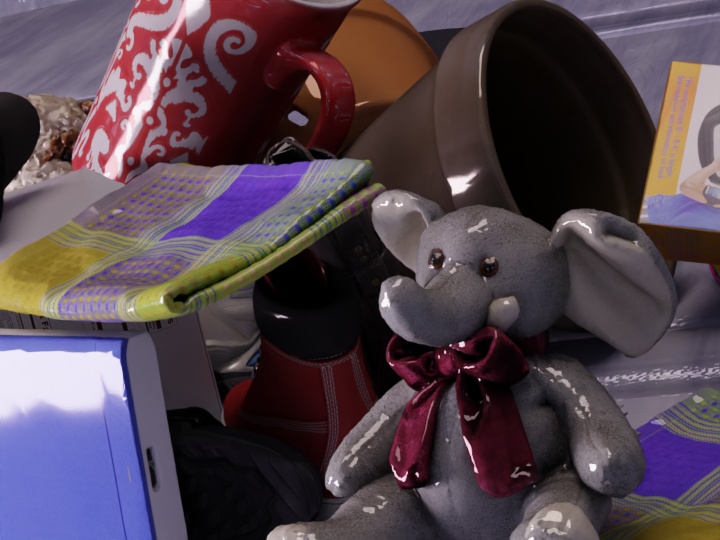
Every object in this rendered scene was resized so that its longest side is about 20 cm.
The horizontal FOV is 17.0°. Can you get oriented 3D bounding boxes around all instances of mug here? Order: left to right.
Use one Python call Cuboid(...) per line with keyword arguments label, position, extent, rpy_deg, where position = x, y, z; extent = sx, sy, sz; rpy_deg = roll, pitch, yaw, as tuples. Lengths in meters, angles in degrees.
Cuboid(label="mug", position=(-0.096, -0.116, 1.522), extent=(0.133, 0.200, 0.178), rpy_deg=(17, 33, -23))

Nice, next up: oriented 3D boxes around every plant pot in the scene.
Cuboid(label="plant pot", position=(-0.014, -0.079, 1.655), extent=(0.199, 0.201, 0.140), rpy_deg=(-18, 32, -15))
Cuboid(label="plant pot", position=(0.068, -0.039, 1.458), extent=(0.173, 0.201, 0.200), rpy_deg=(-24, 7, 34))

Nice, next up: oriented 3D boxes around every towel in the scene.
Cuboid(label="towel", position=(-0.094, -0.017, 1.202), extent=(0.143, 0.023, 0.200), rpy_deg=(-33, 20, -28))
Cuboid(label="towel", position=(0.153, 0.102, 1.136), extent=(0.199, 0.023, 0.143), rpy_deg=(-24, 17, -33))

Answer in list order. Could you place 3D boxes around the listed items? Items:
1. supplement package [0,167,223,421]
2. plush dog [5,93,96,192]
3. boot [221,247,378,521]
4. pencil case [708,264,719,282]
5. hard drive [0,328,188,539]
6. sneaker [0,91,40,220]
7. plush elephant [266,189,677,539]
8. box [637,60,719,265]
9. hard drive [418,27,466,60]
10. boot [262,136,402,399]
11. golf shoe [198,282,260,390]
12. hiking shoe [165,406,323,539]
Cuboid(label="supplement package", position=(-0.212, 0.047, 1.419), extent=(0.199, 0.148, 0.191), rpy_deg=(-19, 16, -17))
Cuboid(label="plush dog", position=(-0.207, -0.040, 1.680), extent=(0.199, 0.173, 0.160), rpy_deg=(-17, 15, -8))
Cuboid(label="boot", position=(-0.037, 0.045, 1.279), extent=(0.072, 0.145, 0.200), rpy_deg=(-20, 15, -17))
Cuboid(label="pencil case", position=(0.299, -0.051, 1.444), extent=(0.199, 0.089, 0.088), rpy_deg=(-15, 15, 3))
Cuboid(label="hard drive", position=(-0.173, 0.096, 1.234), extent=(0.199, 0.133, 0.025), rpy_deg=(0, 13, 41))
Cuboid(label="sneaker", position=(-0.234, -0.046, 1.381), extent=(0.090, 0.076, 0.200), rpy_deg=(5, 30, 27))
Cuboid(label="plush elephant", position=(0.056, 0.042, 1.090), extent=(0.164, 0.156, 0.200), rpy_deg=(-4, 18, 36))
Cuboid(label="box", position=(0.267, -0.055, 1.382), extent=(0.199, 0.042, 0.120), rpy_deg=(5, 59, 16))
Cuboid(label="hard drive", position=(0.105, -0.111, 1.748), extent=(0.199, 0.135, 0.042), rpy_deg=(4, 38, 45))
Cuboid(label="boot", position=(0.000, 0.000, 1.329), extent=(0.069, 0.175, 0.200), rpy_deg=(-35, 19, -8))
Cuboid(label="golf shoe", position=(-0.086, 0.009, 1.546), extent=(0.078, 0.098, 0.200), rpy_deg=(-14, 14, 4))
Cuboid(label="hiking shoe", position=(-0.089, 0.100, 1.256), extent=(0.199, 0.076, 0.101), rpy_deg=(-3, 22, 38))
